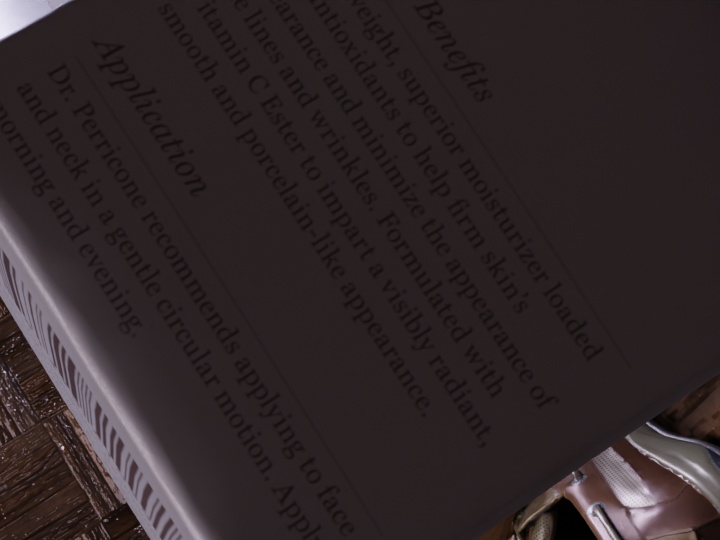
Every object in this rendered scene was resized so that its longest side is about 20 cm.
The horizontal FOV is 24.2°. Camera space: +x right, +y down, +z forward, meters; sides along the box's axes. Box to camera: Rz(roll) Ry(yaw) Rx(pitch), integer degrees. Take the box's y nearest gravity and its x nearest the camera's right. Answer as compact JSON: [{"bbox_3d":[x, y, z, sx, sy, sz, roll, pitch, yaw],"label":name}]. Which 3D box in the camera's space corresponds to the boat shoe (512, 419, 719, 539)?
[{"bbox_3d":[0.096,0.096,0.684,0.076,0.074,0.200,62,167,-14],"label":"boat shoe"}]

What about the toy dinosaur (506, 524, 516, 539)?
[{"bbox_3d":[0.105,0.171,0.835,0.106,0.060,0.200,62,-163,6],"label":"toy dinosaur"}]

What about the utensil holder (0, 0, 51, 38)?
[{"bbox_3d":[-0.219,-0.142,1.155,0.200,0.170,0.170,51,166,40],"label":"utensil holder"}]

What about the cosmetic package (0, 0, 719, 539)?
[{"bbox_3d":[0.007,-0.010,0.481,0.165,0.200,0.165,57,167,6],"label":"cosmetic package"}]

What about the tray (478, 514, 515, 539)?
[{"bbox_3d":[0.003,0.049,0.747,0.200,0.037,0.099,59,156,30],"label":"tray"}]

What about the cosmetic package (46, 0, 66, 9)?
[{"bbox_3d":[-0.113,-0.154,0.891,0.200,0.085,0.108,42,162,50],"label":"cosmetic package"}]
